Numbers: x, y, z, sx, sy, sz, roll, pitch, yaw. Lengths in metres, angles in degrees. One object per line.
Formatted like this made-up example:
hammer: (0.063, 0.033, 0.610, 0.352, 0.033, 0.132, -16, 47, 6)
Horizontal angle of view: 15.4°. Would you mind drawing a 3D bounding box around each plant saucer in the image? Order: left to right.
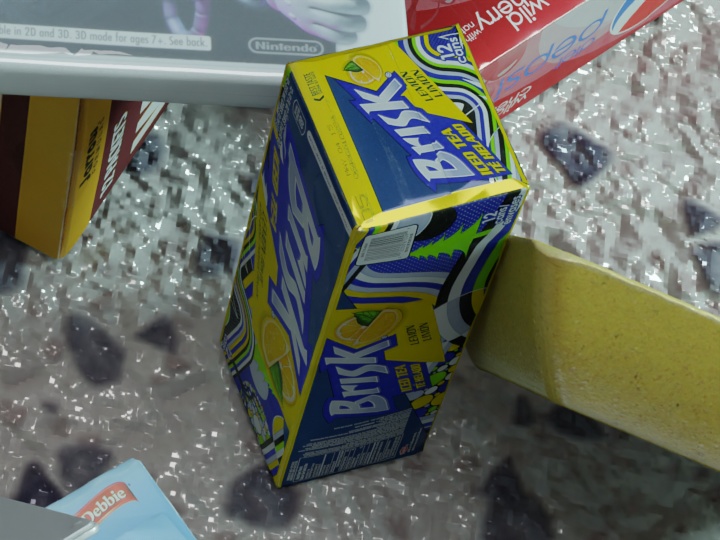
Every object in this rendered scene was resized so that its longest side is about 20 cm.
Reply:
plant saucer: (0.124, 0.045, 0.951, 0.199, 0.200, 0.049, 22, 90, -9)

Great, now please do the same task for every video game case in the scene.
video game case: (-0.086, -0.141, 0.950, 0.199, 0.023, 0.183, 2, 60, -11)

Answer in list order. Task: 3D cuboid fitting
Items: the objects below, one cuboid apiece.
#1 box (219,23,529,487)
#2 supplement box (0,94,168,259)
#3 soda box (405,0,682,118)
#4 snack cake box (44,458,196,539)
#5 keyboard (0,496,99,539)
box: (0.000, 0.000, 0.938, 0.064, 0.200, 0.070, -14, 65, -18)
supplement box: (-0.148, -0.152, 1.035, 0.199, 0.133, 0.198, 28, 59, 5)
soda box: (0.077, -0.121, 1.099, 0.200, 0.070, 0.063, -34, 73, -26)
snack cake box: (-0.141, 0.157, 0.870, 0.200, 0.115, 0.067, -30, 71, -24)
keyboard: (-0.148, 0.088, 0.878, 0.056, 0.200, 0.011, -25, 103, -26)
